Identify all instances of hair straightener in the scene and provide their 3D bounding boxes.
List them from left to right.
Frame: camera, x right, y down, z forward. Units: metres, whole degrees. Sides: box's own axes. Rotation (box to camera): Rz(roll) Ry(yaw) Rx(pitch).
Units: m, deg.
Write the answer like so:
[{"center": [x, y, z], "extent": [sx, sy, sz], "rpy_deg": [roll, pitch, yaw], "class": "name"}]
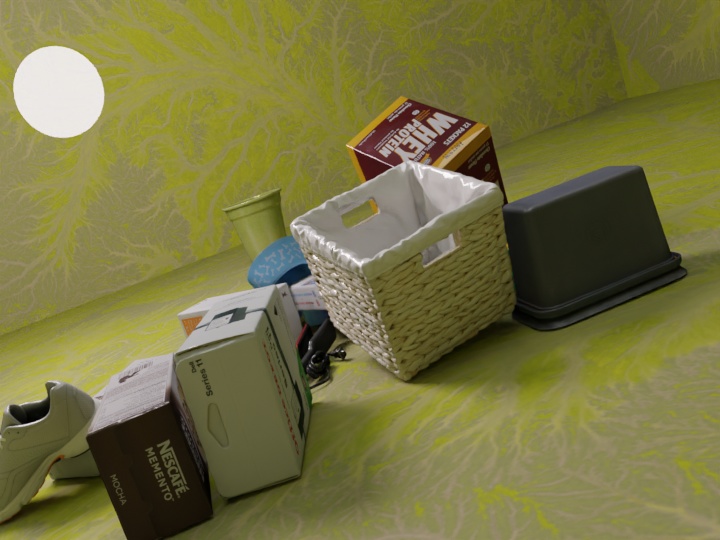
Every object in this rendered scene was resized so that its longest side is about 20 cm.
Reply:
[{"center": [-0.059, 0.109, 0.971], "extent": [0.075, 0.042, 0.200], "rpy_deg": [-17, 11, 14], "class": "hair straightener"}]

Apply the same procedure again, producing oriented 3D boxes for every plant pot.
[{"center": [-0.311, -0.136, 2.302], "extent": [0.195, 0.189, 0.201], "rpy_deg": [-18, 9, 3], "class": "plant pot"}]

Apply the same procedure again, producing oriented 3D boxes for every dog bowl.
[{"center": [-0.123, 0.026, 1.218], "extent": [0.110, 0.050, 0.202], "rpy_deg": [-34, -24, -19], "class": "dog bowl"}]

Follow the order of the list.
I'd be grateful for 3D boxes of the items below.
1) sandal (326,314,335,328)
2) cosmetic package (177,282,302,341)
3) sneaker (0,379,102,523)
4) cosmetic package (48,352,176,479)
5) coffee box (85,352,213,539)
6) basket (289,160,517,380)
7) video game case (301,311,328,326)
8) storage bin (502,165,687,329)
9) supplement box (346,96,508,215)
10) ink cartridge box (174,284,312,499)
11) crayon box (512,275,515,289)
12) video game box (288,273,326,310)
[{"center": [0.030, 0.058, 1.048], "extent": [0.197, 0.055, 0.082], "rpy_deg": [-21, 16, 41], "class": "sandal"}, {"center": [-0.184, 0.091, 1.130], "extent": [0.197, 0.104, 0.071], "rpy_deg": [-12, 12, 40], "class": "cosmetic package"}, {"center": [-0.383, 0.196, 0.824], "extent": [0.199, 0.092, 0.076], "rpy_deg": [-42, 37, -3], "class": "sneaker"}, {"center": [-0.291, 0.179, 0.941], "extent": [0.147, 0.053, 0.200], "rpy_deg": [-11, 22, 29], "class": "cosmetic package"}, {"center": [-0.203, 0.168, 0.730], "extent": [0.078, 0.116, 0.200], "rpy_deg": [-20, 11, -10], "class": "coffee box"}, {"center": [0.052, -0.010, 0.883], "extent": [0.195, 0.164, 0.199], "rpy_deg": [-29, 30, -21], "class": "basket"}, {"center": [0.024, 0.028, 1.231], "extent": [0.196, 0.047, 0.181], "rpy_deg": [-14, 10, 30], "class": "video game case"}, {"center": [0.262, -0.037, 0.879], "extent": [0.195, 0.138, 0.145], "rpy_deg": [-19, 10, -8], "class": "storage bin"}, {"center": [0.111, -0.135, 1.162], "extent": [0.132, 0.199, 0.199], "rpy_deg": [-41, 44, -17], "class": "supplement box"}, {"center": [-0.111, 0.113, 0.751], "extent": [0.081, 0.150, 0.200], "rpy_deg": [-16, 11, 3], "class": "ink cartridge box"}, {"center": [0.249, -0.030, 1.081], "extent": [0.196, 0.060, 0.118], "rpy_deg": [-22, 11, -17], "class": "crayon box"}, {"center": [0.000, 0.000, 1.124], "extent": [0.197, 0.048, 0.181], "rpy_deg": [-28, 6, -24], "class": "video game box"}]
